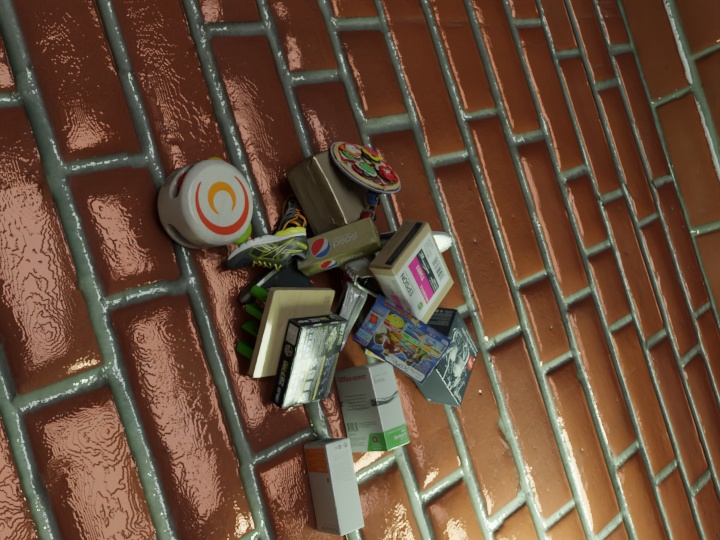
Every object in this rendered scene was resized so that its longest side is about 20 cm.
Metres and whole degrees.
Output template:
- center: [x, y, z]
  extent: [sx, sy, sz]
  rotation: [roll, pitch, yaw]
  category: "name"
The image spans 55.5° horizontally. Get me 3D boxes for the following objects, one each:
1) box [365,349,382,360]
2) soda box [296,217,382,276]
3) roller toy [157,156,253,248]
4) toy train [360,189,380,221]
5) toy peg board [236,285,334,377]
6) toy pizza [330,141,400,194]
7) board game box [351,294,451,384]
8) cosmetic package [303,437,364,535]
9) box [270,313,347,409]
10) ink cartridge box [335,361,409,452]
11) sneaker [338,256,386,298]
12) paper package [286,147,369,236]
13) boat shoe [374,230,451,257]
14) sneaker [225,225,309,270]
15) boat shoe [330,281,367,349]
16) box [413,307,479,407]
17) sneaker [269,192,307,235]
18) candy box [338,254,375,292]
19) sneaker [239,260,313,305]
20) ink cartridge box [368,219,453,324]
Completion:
- center: [0.091, 0.125, 1.764]
  extent: [0.100, 0.113, 0.202]
  rotation: [18, 62, 5]
  category: "box"
- center: [-0.053, -0.054, 1.609]
  extent: [0.064, 0.197, 0.069]
  rotation: [46, 27, -65]
  category: "soda box"
- center: [-0.341, -0.144, 1.492]
  extent: [0.181, 0.139, 0.203]
  rotation: [-16, 99, -45]
  category: "roller toy"
- center: [0.017, -0.124, 1.681]
  extent: [0.046, 0.034, 0.203]
  rotation: [10, 94, -61]
  category: "toy train"
- center: [-0.179, 0.123, 1.559]
  extent: [0.198, 0.097, 0.203]
  rotation: [2, 108, -51]
  category: "toy peg board"
- center: [0.017, -0.259, 1.673]
  extent: [0.198, 0.032, 0.201]
  rotation: [25, 31, -16]
  category: "toy pizza"
- center: [0.094, 0.163, 1.601]
  extent: [0.199, 0.136, 0.035]
  rotation: [33, 34, 1]
  category: "board game box"
- center: [-0.063, 0.495, 1.579]
  extent: [0.071, 0.101, 0.203]
  rotation: [-6, 82, -38]
  category: "cosmetic package"
- center: [-0.115, 0.205, 1.563]
  extent: [0.160, 0.049, 0.203]
  rotation: [-2, 111, -49]
  category: "box"
- center: [0.026, 0.329, 1.659]
  extent: [0.083, 0.145, 0.203]
  rotation: [-9, 84, -40]
  category: "ink cartridge box"
- center: [0.000, 0.000, 1.642]
  extent: [0.198, 0.074, 0.071]
  rotation: [29, 33, 8]
  category: "sneaker"
- center: [-0.070, -0.200, 1.702]
  extent: [0.193, 0.102, 0.200]
  rotation: [64, 30, -7]
  category: "paper package"
- center: [0.126, -0.077, 1.695]
  extent: [0.197, 0.071, 0.064]
  rotation: [-6, 44, -6]
  category: "boat shoe"
- center: [-0.204, -0.035, 1.545]
  extent: [0.198, 0.074, 0.086]
  rotation: [-21, 83, -13]
  category: "sneaker"
- center: [-0.054, 0.122, 1.671]
  extent: [0.065, 0.074, 0.202]
  rotation: [25, 90, -18]
  category: "boat shoe"
- center: [0.218, 0.230, 1.822]
  extent: [0.201, 0.103, 0.184]
  rotation: [55, 50, -43]
  category: "box"
- center: [-0.158, -0.121, 1.672]
  extent: [0.078, 0.077, 0.202]
  rotation: [36, 58, -23]
  category: "sneaker"
- center: [0.044, -0.018, 1.736]
  extent: [0.197, 0.061, 0.138]
  rotation: [-6, 65, -7]
  category: "candy box"
- center: [-0.189, 0.046, 1.607]
  extent: [0.200, 0.074, 0.107]
  rotation: [-41, 105, -38]
  category: "sneaker"
- center: [0.125, 0.010, 1.612]
  extent: [0.165, 0.074, 0.201]
  rotation: [-53, 131, -30]
  category: "ink cartridge box"
